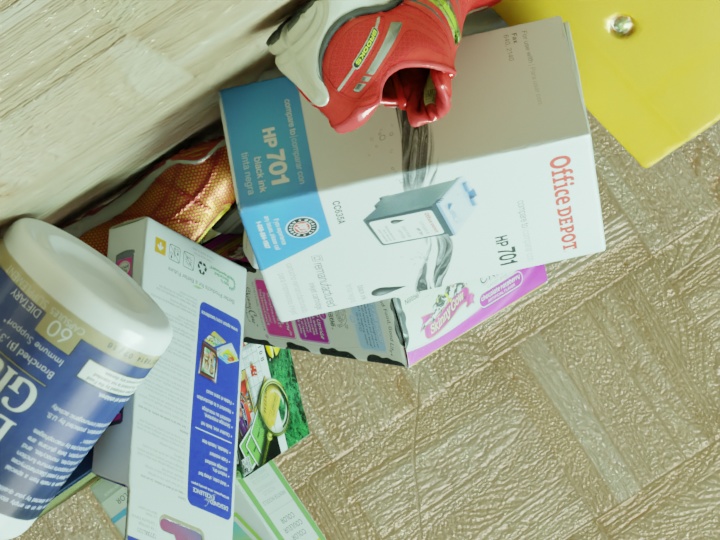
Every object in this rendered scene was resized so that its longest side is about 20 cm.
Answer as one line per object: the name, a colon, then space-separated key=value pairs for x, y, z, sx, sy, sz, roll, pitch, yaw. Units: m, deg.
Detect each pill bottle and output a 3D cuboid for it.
pill bottle: x=-0.205 y=0.080 z=1.576 sx=0.200 sy=0.111 sz=0.111 roll=-53 pitch=175 yaw=9

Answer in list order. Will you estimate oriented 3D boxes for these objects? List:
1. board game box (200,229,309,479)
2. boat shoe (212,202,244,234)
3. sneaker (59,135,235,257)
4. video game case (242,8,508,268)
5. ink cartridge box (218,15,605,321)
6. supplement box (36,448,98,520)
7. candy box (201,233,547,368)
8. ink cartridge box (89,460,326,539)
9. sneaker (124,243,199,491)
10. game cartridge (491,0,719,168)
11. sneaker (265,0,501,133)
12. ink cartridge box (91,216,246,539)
board game box: x=-0.086 y=0.032 z=1.909 sx=0.023 sy=0.200 sz=0.105 roll=-9 pitch=-170 yaw=25
boat shoe: x=-0.019 y=-0.079 z=1.787 sx=0.202 sy=0.065 sz=0.074 roll=-40 pitch=-150 yaw=30
sneaker: x=-0.124 y=-0.020 z=1.730 sx=0.200 sy=0.077 sz=0.073 roll=-35 pitch=177 yaw=-3
video game case: x=0.026 y=-0.089 z=1.712 sx=0.200 sy=0.023 sz=0.182 roll=-20 pitch=151 yaw=-18
ink cartridge box: x=0.032 y=-0.056 z=1.609 sx=0.200 sy=0.086 sz=0.146 roll=-11 pitch=152 yaw=4
supplement box: x=-0.230 y=0.094 z=1.972 sx=0.200 sy=0.134 sz=0.200 roll=-34 pitch=177 yaw=16
candy box: x=0.000 y=0.000 z=1.802 sx=0.136 sy=0.061 sz=0.200 roll=-29 pitch=-156 yaw=-38
ink cartridge box: x=-0.084 y=0.197 z=1.944 sx=0.104 sy=0.200 sz=0.059 roll=-37 pitch=176 yaw=29
sneaker: x=-0.123 y=0.066 z=1.803 sx=0.079 sy=0.200 sz=0.078 roll=12 pitch=-149 yaw=39
game cartridge: x=0.187 y=-0.173 z=1.614 sx=0.200 sy=0.176 sz=0.032 roll=-35 pitch=-154 yaw=22
sneaker: x=0.025 y=-0.120 z=1.505 sx=0.077 sy=0.085 sz=0.200 roll=-34 pitch=178 yaw=40
ink cartridge box: x=-0.110 y=0.077 z=1.641 sx=0.037 sy=0.200 sz=0.095 roll=-17 pitch=150 yaw=33
